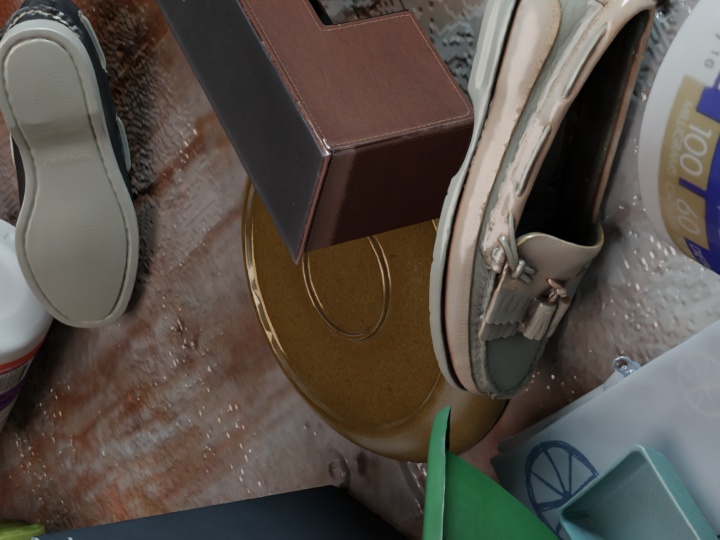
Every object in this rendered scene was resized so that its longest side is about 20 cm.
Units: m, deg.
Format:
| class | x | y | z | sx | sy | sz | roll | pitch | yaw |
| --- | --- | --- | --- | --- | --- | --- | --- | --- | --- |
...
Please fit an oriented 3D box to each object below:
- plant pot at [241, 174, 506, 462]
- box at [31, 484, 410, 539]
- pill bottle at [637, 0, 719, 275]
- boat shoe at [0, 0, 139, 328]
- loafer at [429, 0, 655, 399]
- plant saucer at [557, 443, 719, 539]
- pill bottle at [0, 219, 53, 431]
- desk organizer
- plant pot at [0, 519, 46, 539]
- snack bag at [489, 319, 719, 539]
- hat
| class | x | y | z | sx | sy | sz | roll | pitch | yaw |
| --- | --- | --- | --- | --- | --- | --- | --- | --- | --- |
| plant pot | 0.000 | 0.000 | 0.940 | 0.199 | 0.027 | 0.202 | 20 | 118 | 45 |
| box | -0.069 | 0.228 | 0.940 | 0.124 | 0.199 | 0.198 | 29 | 113 | 41 |
| pill bottle | 0.198 | -0.019 | 0.613 | 0.200 | 0.119 | 0.121 | 33 | 127 | 40 |
| boat shoe | -0.166 | -0.061 | 1.095 | 0.061 | 0.073 | 0.201 | -90 | -8 | -56 |
| loafer | 0.076 | -0.031 | 0.804 | 0.063 | 0.072 | 0.202 | 25 | 119 | 35 |
| plant saucer | 0.153 | 0.168 | 0.786 | 0.201 | 0.019 | 0.070 | 58 | 140 | 16 |
| pill bottle | -0.272 | 0.063 | 1.229 | 0.112 | 0.111 | 0.200 | 56 | 138 | 21 |
| desk organizer | -0.030 | -0.108 | 0.864 | 0.201 | 0.076 | 0.072 | 61 | 152 | 30 |
| plant pot | -0.265 | 0.260 | 1.251 | 0.200 | 0.199 | 0.186 | -6 | 87 | 51 |
| snack bag | 0.149 | 0.123 | 0.804 | 0.200 | 0.021 | 0.190 | -41 | 71 | 50 |
| hat | 0.111 | 0.165 | 0.825 | 0.174 | 0.166 | 0.202 | 4 | 99 | 4 |
